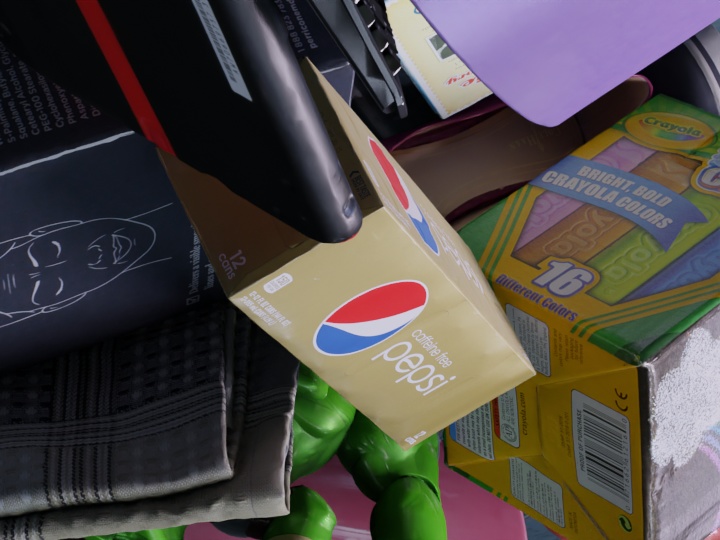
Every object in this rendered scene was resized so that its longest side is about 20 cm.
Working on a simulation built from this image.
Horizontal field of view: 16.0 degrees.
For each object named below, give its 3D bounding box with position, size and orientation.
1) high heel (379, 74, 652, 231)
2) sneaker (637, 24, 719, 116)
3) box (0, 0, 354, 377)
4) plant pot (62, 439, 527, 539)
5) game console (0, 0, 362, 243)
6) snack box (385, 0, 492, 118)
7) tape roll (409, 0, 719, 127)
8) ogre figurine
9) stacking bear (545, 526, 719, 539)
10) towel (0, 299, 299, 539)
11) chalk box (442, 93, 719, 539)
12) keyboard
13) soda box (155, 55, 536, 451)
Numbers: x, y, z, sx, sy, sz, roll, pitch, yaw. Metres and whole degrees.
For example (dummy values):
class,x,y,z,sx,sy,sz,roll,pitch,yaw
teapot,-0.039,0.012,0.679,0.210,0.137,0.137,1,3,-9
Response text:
class,x,y,z,sx,sy,sz,roll,pitch,yaw
high heel,0.049,-0.045,1.093,0.096,0.068,0.200,-30,-176,33
sneaker,0.129,-0.041,1.214,0.079,0.079,0.200,-24,156,-17
box,-0.115,-0.049,0.950,0.199,0.108,0.149,-19,154,-15
plant pot,-0.044,0.160,1.195,0.178,0.201,0.200,15,138,-21
game console,-0.083,-0.106,0.769,0.031,0.176,0.200,-47,144,-18
snack box,0.098,-0.142,1.044,0.199,0.037,0.116,-28,155,6
tape roll,0.040,-0.150,0.793,0.085,0.201,0.200,-33,153,16
ogre figurine,-0.046,0.078,1.062,0.199,0.120,0.098,11,140,10
stacking bear,0.143,0.058,1.388,0.113,0.122,0.201,-11,144,-6
towel,-0.117,0.040,0.999,0.198,0.193,0.035,-6,118,4
chalk box,0.141,0.014,1.106,0.200,0.123,0.125,-33,134,-33
keyboard,-0.025,-0.132,0.768,0.021,0.200,0.127,-31,117,9
soda box,0.000,0.000,0.944,0.064,0.068,0.200,-31,154,8
